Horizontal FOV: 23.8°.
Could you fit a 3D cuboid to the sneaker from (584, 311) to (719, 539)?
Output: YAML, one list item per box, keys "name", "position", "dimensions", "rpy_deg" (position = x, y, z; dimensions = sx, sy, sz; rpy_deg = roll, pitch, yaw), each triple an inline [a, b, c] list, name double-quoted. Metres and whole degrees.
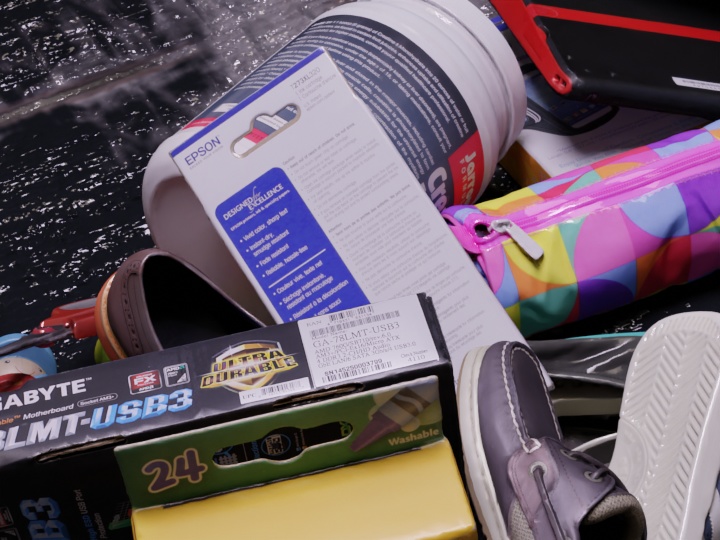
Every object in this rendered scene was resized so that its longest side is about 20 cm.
- name: "sneaker"
  position: [0.144, 0.122, 0.776]
  dimensions: [0.075, 0.085, 0.200]
  rpy_deg: [7, 63, 48]

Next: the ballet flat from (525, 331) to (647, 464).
- name: "ballet flat"
  position: [0.079, 0.064, 0.856]
  dimensions: [0.200, 0.068, 0.068]
  rpy_deg: [-1, 54, 9]

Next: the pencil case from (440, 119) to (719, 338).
- name: "pencil case"
  position: [0.138, -0.022, 0.929]
  dimensions: [0.200, 0.088, 0.088]
  rpy_deg: [-19, 41, -13]

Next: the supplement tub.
- name: "supplement tub"
  position: [-0.011, -0.062, 0.958]
  dimensions: [0.140, 0.140, 0.200]
  rpy_deg: [22, 50, 31]

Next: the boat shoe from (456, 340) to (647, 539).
- name: "boat shoe"
  position: [0.089, 0.111, 0.715]
  dimensions: [0.065, 0.072, 0.200]
  rpy_deg: [-27, 48, 22]

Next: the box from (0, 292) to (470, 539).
- name: "box"
  position: [-0.053, 0.114, 0.714]
  dimensions: [0.198, 0.200, 0.050]
  rpy_deg: [-12, 42, -2]

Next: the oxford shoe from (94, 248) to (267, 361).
- name: "oxford shoe"
  position: [-0.048, 0.074, 0.793]
  dimensions: [0.200, 0.073, 0.071]
  rpy_deg: [47, 68, -1]

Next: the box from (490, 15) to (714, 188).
- name: "box"
  position: [0.133, -0.103, 1.060]
  dimensions: [0.119, 0.042, 0.200]
  rpy_deg: [-20, 39, -14]

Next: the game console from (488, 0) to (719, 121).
- name: "game console"
  position: [0.185, -0.136, 1.040]
  dimensions: [0.200, 0.031, 0.177]
  rpy_deg: [5, 35, -18]

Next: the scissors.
- name: "scissors"
  position: [-0.158, 0.032, 0.856]
  dimensions: [0.073, 0.014, 0.200]
  rpy_deg: [2, 11, 32]

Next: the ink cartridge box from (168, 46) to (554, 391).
- name: "ink cartridge box"
  position: [0.000, 0.000, 0.824]
  dimensions: [0.095, 0.037, 0.200]
  rpy_deg: [-34, 82, 5]

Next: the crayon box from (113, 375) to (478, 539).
- name: "crayon box"
  position: [-0.015, 0.141, 0.674]
  dimensions: [0.126, 0.200, 0.052]
  rpy_deg: [-12, 40, -4]

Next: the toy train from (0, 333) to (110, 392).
- name: "toy train"
  position: [-0.107, 0.061, 0.890]
  dimensions: [0.200, 0.085, 0.116]
  rpy_deg: [-14, 24, -11]
